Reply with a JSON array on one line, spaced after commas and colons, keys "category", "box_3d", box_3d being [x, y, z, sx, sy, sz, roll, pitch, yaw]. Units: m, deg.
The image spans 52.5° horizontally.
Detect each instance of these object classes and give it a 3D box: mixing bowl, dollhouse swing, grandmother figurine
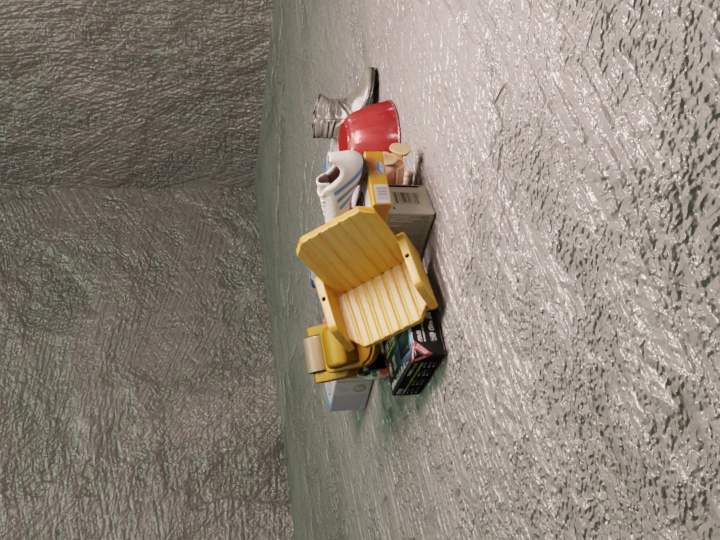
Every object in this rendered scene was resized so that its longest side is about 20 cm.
[{"category": "mixing bowl", "box_3d": [0.011, -0.287, 1.663, 0.200, 0.108, 0.201, 177, 90, -75]}, {"category": "dollhouse swing", "box_3d": [0.003, 0.016, 1.344, 0.176, 0.199, 0.182, 41, -153, -56]}, {"category": "grandmother figurine", "box_3d": [0.068, -0.157, 1.495, 0.061, 0.121, 0.200, 42, 154, 35]}]

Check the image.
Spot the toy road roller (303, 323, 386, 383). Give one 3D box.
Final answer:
[{"category": "toy road roller", "box_3d": [-0.051, 0.166, 1.558, 0.146, 0.199, 0.123, 11, -114, -60]}]

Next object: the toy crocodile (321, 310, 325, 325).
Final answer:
[{"category": "toy crocodile", "box_3d": [-0.071, 0.107, 1.843, 0.062, 0.067, 0.201, 40, -139, -47]}]

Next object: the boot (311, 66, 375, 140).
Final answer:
[{"category": "boot", "box_3d": [-0.043, -0.402, 1.752, 0.068, 0.130, 0.201, -98, 23, -78]}]

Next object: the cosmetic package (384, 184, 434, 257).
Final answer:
[{"category": "cosmetic package", "box_3d": [0.071, -0.069, 1.470, 0.200, 0.103, 0.087, 105, 159, -44]}]

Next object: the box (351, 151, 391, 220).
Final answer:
[{"category": "box", "box_3d": [0.012, -0.125, 1.421, 0.200, 0.041, 0.120, 111, 153, -61]}]

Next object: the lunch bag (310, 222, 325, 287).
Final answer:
[{"category": "lunch bag", "box_3d": [-0.067, -0.043, 1.952, 0.160, 0.075, 0.201, -42, -33, -53]}]

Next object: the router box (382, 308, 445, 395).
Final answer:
[{"category": "router box", "box_3d": [0.100, 0.143, 1.458, 0.200, 0.062, 0.150, 110, 155, -55]}]

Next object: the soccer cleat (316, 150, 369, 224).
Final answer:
[{"category": "soccer cleat", "box_3d": [-0.052, -0.139, 1.374, 0.070, 0.086, 0.201, -115, 36, -48]}]

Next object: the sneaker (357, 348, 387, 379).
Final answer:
[{"category": "sneaker", "box_3d": [0.025, 0.218, 1.694, 0.200, 0.093, 0.071, 149, 118, -73]}]

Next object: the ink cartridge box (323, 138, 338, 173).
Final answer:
[{"category": "ink cartridge box", "box_3d": [-0.034, -0.264, 1.882, 0.200, 0.084, 0.147, 114, 151, -61]}]

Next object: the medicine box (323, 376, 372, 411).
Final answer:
[{"category": "medicine box", "box_3d": [-0.038, 0.239, 1.924, 0.200, 0.102, 0.183, 101, 160, -44]}]
